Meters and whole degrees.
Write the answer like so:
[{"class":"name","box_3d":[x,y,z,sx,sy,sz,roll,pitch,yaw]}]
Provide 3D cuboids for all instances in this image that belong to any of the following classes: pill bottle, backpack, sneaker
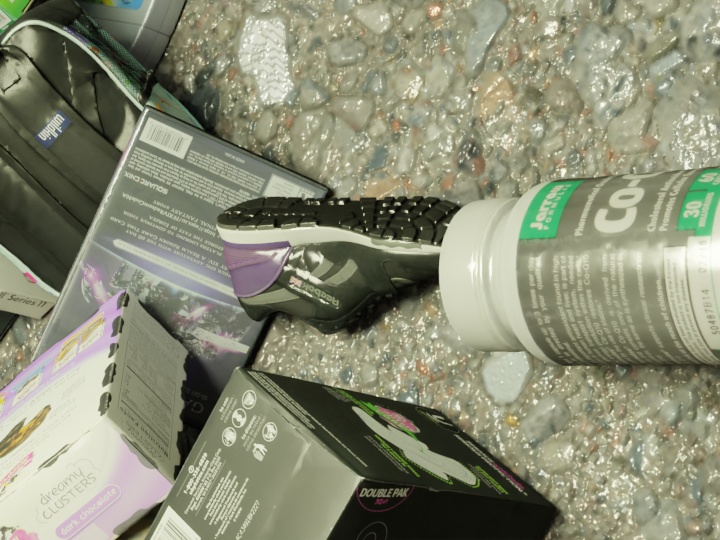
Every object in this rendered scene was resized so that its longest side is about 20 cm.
[{"class":"pill bottle","box_3d":[0.153,0.000,1.032,0.200,0.113,0.113,-3,77,38]},{"class":"backpack","box_3d":[-0.207,-0.080,1.307,0.200,0.151,0.178,43,108,-5]},{"class":"sneaker","box_3d":[0.000,0.000,1.200,0.200,0.076,0.088,4,114,30]}]

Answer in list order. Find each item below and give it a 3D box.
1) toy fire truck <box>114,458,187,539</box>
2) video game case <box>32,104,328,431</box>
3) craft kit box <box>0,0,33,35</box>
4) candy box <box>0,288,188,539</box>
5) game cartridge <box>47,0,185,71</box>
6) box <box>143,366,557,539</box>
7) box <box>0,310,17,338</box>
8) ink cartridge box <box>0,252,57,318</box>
[{"class":"toy fire truck","box_3d":[-0.136,0.180,1.166,0.176,0.200,0.129,-30,62,30]},{"class":"video game case","box_3d":[-0.129,0.002,1.255,0.200,0.143,0.019,-64,13,9]},{"class":"craft kit box","box_3d":[-0.285,-0.238,1.386,0.200,0.049,0.198,-23,30,47]},{"class":"candy box","box_3d":[-0.200,0.123,1.163,0.168,0.072,0.200,-38,20,12]},{"class":"game cartridge","box_3d":[-0.188,-0.256,1.420,0.133,0.040,0.200,14,89,36]},{"class":"box","box_3d":[-0.008,0.162,1.067,0.124,0.200,0.149,38,104,39]},{"class":"box","box_3d":[-0.388,-0.011,1.415,0.079,0.200,0.141,-54,52,15]},{"class":"ink cartridge box","box_3d":[-0.295,-0.035,1.400,0.067,0.117,0.200,-41,57,23]}]
